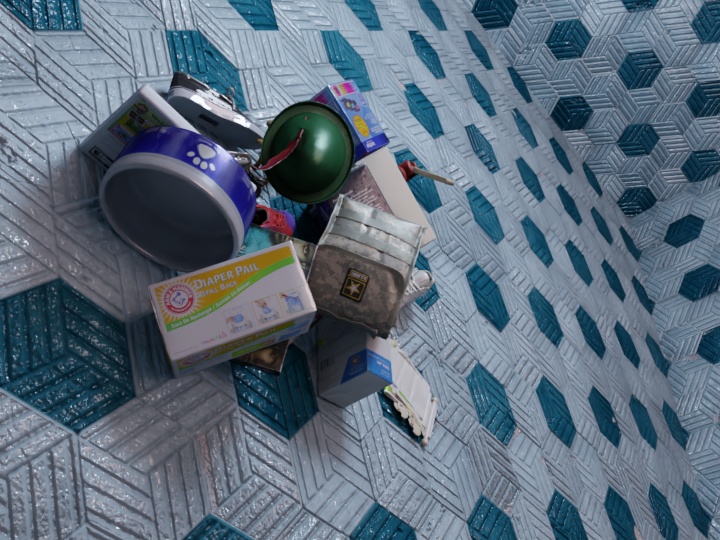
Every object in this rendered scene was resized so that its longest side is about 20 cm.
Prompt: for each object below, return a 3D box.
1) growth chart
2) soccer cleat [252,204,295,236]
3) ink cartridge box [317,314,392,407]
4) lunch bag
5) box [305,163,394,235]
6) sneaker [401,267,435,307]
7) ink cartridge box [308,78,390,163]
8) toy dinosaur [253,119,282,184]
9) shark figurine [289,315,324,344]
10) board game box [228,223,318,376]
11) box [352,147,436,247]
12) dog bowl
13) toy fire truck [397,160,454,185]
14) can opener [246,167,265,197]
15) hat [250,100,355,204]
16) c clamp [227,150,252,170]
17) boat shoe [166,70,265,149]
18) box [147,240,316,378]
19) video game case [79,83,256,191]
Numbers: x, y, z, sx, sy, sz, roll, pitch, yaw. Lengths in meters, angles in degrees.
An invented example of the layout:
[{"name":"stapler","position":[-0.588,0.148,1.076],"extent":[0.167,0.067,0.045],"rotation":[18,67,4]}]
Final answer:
[{"name":"growth chart","position":[0.086,0.222,1.393],"extent":[0.202,0.018,0.145],"rotation":[55,32,-9]},{"name":"soccer cleat","position":[-0.162,-0.079,1.222],"extent":[0.199,0.073,0.069],"rotation":[-11,73,-58]},{"name":"ink cartridge box","position":[-0.013,0.113,1.241],"extent":[0.067,0.115,0.203],"rotation":[31,42,-37]},{"name":"lunch bag","position":[0.000,0.000,1.173],"extent":[0.161,0.118,0.202],"rotation":[21,53,1]},{"name":"box","position":[-0.002,-0.073,1.356],"extent":[0.103,0.148,0.202],"rotation":[-30,88,-17]},{"name":"sneaker","position":[0.088,0.032,1.471],"extent":[0.079,0.099,0.199],"rotation":[61,31,2]},{"name":"ink cartridge box","position":[-0.017,-0.316,1.630],"extent":[0.202,0.076,0.136],"rotation":[60,31,-5]},{"name":"toy dinosaur","position":[-0.155,-0.192,1.321],"extent":[0.061,0.106,0.201],"rotation":[50,-15,14]},{"name":"shark figurine","position":[-0.141,0.079,1.113],"extent":[0.213,0.089,0.130],"rotation":[30,44,-38]},{"name":"board game box","position":[-0.150,0.037,1.057],"extent":[0.133,0.028,0.203],"rotation":[17,67,-4]},{"name":"box","position":[0.057,-0.124,1.414],"extent":[0.077,0.095,0.202],"rotation":[-29,88,-17]},{"name":"dog bowl","position":[-0.243,-0.091,0.980],"extent":[0.200,0.198,0.080],"rotation":[42,46,-27]},{"name":"toy fire truck","position":[0.076,-0.181,1.532],"extent":[0.130,0.198,0.175],"rotation":[60,31,2]},{"name":"can opener","position":[-0.194,-0.128,1.144],"extent":[0.063,0.079,0.200],"rotation":[46,5,-6]},{"name":"hat","position":[-0.070,-0.188,1.173],"extent":[0.165,0.176,0.201],"rotation":[38,81,-17]},{"name":"c clamp","position":[-0.232,-0.179,1.126],"extent":[0.168,0.199,0.028],"rotation":[-2,106,-29]},{"name":"boat shoe","position":[-0.244,-0.278,1.266],"extent":[0.197,0.073,0.069],"rotation":[22,61,-34]},{"name":"box","position":[-0.170,0.053,0.969],"extent":[0.197,0.113,0.103],"rotation":[-18,75,-16]},{"name":"video game case","position":[-0.269,-0.144,1.014],"extent":[0.200,0.180,0.022],"rotation":[43,48,-26]}]
